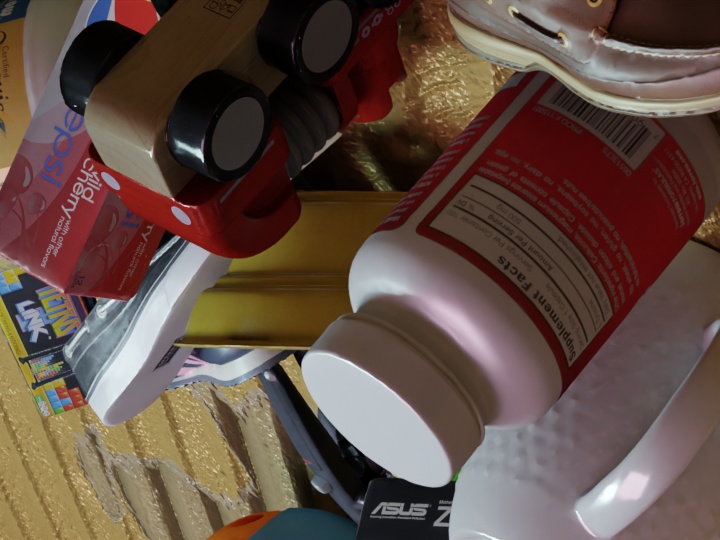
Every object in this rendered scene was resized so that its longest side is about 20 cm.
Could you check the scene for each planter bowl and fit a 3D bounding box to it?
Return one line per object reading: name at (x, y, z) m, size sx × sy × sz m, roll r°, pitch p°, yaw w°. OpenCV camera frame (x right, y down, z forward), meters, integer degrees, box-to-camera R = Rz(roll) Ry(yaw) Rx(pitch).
planter bowl at (0.000, 0.000, 1.419) m, size 0.199 × 0.084 × 0.200 m, roll 0°, pitch 179°, yaw 0°

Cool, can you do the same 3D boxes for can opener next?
can opener at (-0.019, 0.102, 1.686) m, size 0.078 × 0.064 × 0.200 m, roll 27°, pitch 165°, yaw 31°

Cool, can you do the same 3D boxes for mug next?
mug at (0.135, 0.085, 1.284) m, size 0.147 × 0.175 × 0.200 m, roll 40°, pitch 158°, yaw 2°

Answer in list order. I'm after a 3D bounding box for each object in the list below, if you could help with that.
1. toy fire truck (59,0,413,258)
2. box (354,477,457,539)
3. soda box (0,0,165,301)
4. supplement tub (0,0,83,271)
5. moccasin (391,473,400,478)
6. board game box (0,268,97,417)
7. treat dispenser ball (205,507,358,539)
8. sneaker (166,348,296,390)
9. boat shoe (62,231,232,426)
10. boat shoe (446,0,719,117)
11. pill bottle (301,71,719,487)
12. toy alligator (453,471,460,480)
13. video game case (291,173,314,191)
toy fire truck at (-0.046, -0.075, 1.291) m, size 0.128 × 0.176 × 0.200 m, roll 25°, pitch 153°, yaw 34°
box at (0.118, 0.175, 1.520) m, size 0.199 × 0.049 × 0.161 m, roll -1°, pitch 147°, yaw 29°
soda box at (-0.114, -0.087, 1.347) m, size 0.063 × 0.201 × 0.070 m, roll 29°, pitch -171°, yaw 27°
supplement tub at (-0.195, -0.075, 1.476) m, size 0.199 × 0.145 × 0.145 m, roll -14°, pitch 134°, yaw 14°
moccasin at (0.048, 0.080, 1.476) m, size 0.077 × 0.074 × 0.201 m, roll 3°, pitch 180°, yaw 19°
board game box at (-0.211, -0.038, 1.659) m, size 0.166 × 0.056 × 0.201 m, roll 77°, pitch 175°, yaw -53°
treat dispenser ball at (-0.047, 0.268, 1.882) m, size 0.200 × 0.201 × 0.201 m, roll 34°, pitch 157°, yaw 17°
sneaker at (-0.103, 0.024, 1.619) m, size 0.200 × 0.070 × 0.082 m, roll -10°, pitch 111°, yaw 59°
boat shoe at (-0.113, 0.007, 1.508) m, size 0.068 × 0.072 × 0.200 m, roll 52°, pitch 137°, yaw 14°
boat shoe at (0.099, -0.116, 1.113) m, size 0.200 × 0.072 × 0.068 m, roll 21°, pitch 152°, yaw 47°
pill bottle at (0.067, -0.003, 1.201) m, size 0.112 × 0.200 × 0.112 m, roll 35°, pitch 157°, yaw 17°
toy alligator at (0.094, 0.131, 1.610) m, size 0.199 × 0.060 × 0.054 m, roll 30°, pitch -161°, yaw 7°
video game case at (-0.068, -0.019, 1.574) m, size 0.199 × 0.019 × 0.143 m, roll 3°, pitch 139°, yaw 54°
